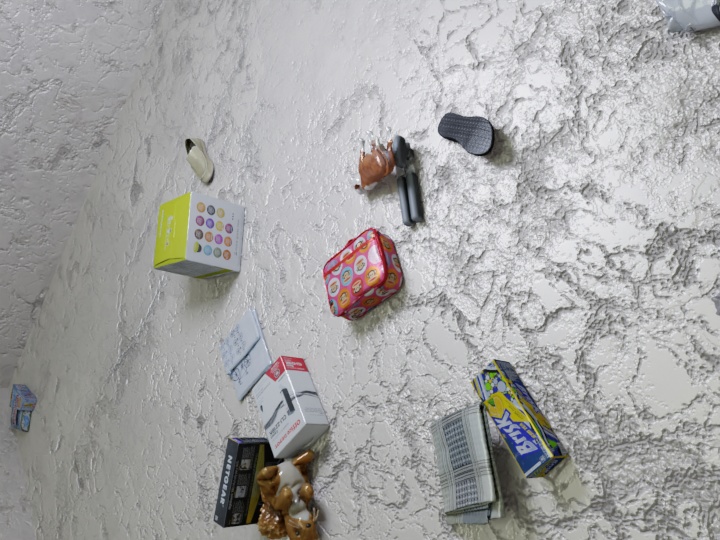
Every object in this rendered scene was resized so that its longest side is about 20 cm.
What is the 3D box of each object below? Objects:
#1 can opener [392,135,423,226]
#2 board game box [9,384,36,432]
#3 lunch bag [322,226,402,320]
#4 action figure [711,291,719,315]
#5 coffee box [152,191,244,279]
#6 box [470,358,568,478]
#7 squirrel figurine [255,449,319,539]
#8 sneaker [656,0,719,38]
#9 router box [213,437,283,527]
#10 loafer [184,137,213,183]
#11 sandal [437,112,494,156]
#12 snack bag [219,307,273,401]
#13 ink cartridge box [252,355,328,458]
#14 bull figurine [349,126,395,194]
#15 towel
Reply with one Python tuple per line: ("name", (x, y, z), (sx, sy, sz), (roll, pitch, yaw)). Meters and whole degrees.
("can opener", (0.099, -0.202, 1.459), (0.052, 0.065, 0.207), (-21, 71, 38))
("board game box", (-1.581, 0.644, 3.000), (0.196, 0.061, 0.208), (-5, 77, 46))
("lunch bag", (0.000, 0.000, 1.504), (0.198, 0.081, 0.181), (-37, 53, 32))
("action figure", (0.577, -0.001, 0.888), (0.191, 0.104, 0.205), (-33, 60, 24))
("coffee box", (-0.490, -0.099, 1.944), (0.196, 0.194, 0.207), (-9, 73, 43))
("box", (0.283, 0.264, 1.154), (0.070, 0.063, 0.203), (-48, 50, 27))
("squirrel figurine", (-0.168, 0.565, 1.527), (0.201, 0.138, 0.190), (-51, 58, 43))
("sneaker", (0.544, -0.482, 1.049), (0.113, 0.074, 0.207), (-12, 76, 40))
("router box", (-0.274, 0.525, 1.604), (0.051, 0.155, 0.207), (7, 84, 44))
("loafer", (-0.551, -0.373, 2.165), (0.076, 0.067, 0.203), (-48, 50, 26))
("sandal", (0.231, -0.290, 1.360), (0.076, 0.044, 0.200), (-59, 32, 10))
("snack bag", (-0.329, 0.241, 1.825), (0.189, 0.021, 0.203), (-47, 51, 28))
("ink cartridge box", (-0.177, 0.341, 1.598), (0.145, 0.082, 0.203), (-48, 51, 26))
("bull figurine", (0.027, -0.251, 1.492), (0.199, 0.063, 0.126), (170, 95, -66))
("towel", (0.192, 0.368, 1.202), (0.192, 0.033, 0.207), (137, 130, -56))
